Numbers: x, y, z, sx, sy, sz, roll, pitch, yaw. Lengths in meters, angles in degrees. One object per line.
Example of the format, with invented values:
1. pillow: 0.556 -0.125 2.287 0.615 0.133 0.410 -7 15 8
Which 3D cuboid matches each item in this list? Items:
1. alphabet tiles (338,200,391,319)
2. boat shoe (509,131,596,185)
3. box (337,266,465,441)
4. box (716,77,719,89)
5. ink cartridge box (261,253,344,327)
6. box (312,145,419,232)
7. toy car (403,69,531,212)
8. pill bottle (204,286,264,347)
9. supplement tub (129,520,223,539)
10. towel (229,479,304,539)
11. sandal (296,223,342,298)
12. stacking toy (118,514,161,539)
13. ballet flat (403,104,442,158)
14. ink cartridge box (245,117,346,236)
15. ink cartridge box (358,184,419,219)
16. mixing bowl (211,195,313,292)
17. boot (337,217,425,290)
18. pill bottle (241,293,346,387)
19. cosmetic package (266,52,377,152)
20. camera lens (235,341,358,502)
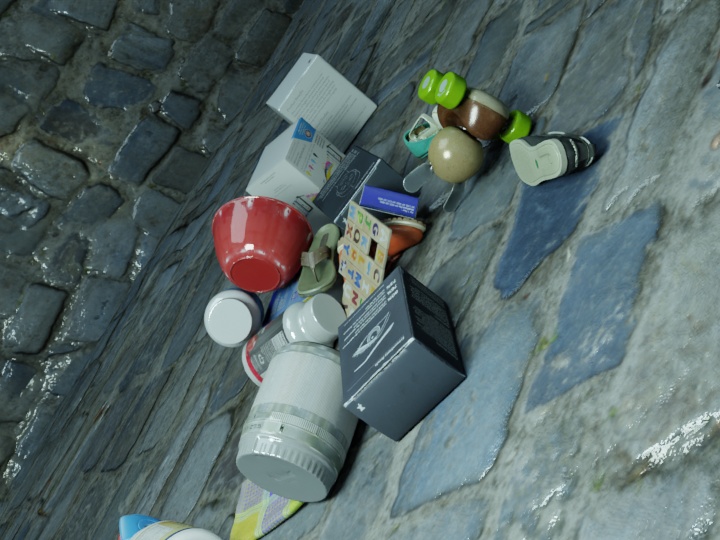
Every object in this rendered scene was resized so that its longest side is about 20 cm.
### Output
1. alphabet tiles: 0.000 0.000 1.585 0.167 0.007 0.203 -139 55 -58
2. boat shoe: 0.277 -0.168 1.361 0.067 0.073 0.200 -19 10 -12
3. box: 0.053 0.116 1.327 0.148 0.104 0.201 -45 24 21
4. box: 0.498 -0.274 1.013 0.141 0.079 0.202 -4 54 59
5. ink cartridge box: -0.114 0.052 1.814 0.199 0.076 0.138 -36 28 42
6. box: 0.007 -0.144 1.805 0.149 0.107 0.200 -52 21 3
7. toy car: 0.156 -0.204 1.535 0.202 0.163 0.158 -63 21 6
8. pill bottle: -0.243 0.089 1.774 0.109 0.108 0.200 -54 4 -1
9. supplement tub: -0.294 0.476 1.465 0.199 0.144 0.146 -16 43 58
10. towel: -0.142 0.358 1.488 0.200 0.023 0.145 -39 26 35
11. sandal: -0.083 -0.023 1.700 0.079 0.058 0.202 -18 37 21
12. stacking toy: -0.415 0.560 1.684 0.202 0.115 0.110 -67 20 6
13. ballet flat: 0.149 -0.274 1.752 0.199 0.070 0.068 -26 34 50
14. ink cartridge box: -0.114 -0.191 2.001 0.144 0.199 0.148 -31 30 40
15. ink cartridge box: 0.052 -0.117 1.589 0.200 0.098 0.040 -57 -19 -84
16. mixing bowl: -0.190 -0.031 1.740 0.200 0.199 0.109 -37 33 36
17. boot: 0.039 -0.024 1.635 0.199 0.074 0.109 -24 56 42
18. pill bottle: -0.116 0.126 1.657 0.199 0.110 0.112 -38 26 35
19. cosmetic package: -0.098 -0.410 2.291 0.168 0.199 0.166 -52 21 2
20. camera lens: -0.085 0.221 1.384 0.159 0.159 0.202 -28 33 48
